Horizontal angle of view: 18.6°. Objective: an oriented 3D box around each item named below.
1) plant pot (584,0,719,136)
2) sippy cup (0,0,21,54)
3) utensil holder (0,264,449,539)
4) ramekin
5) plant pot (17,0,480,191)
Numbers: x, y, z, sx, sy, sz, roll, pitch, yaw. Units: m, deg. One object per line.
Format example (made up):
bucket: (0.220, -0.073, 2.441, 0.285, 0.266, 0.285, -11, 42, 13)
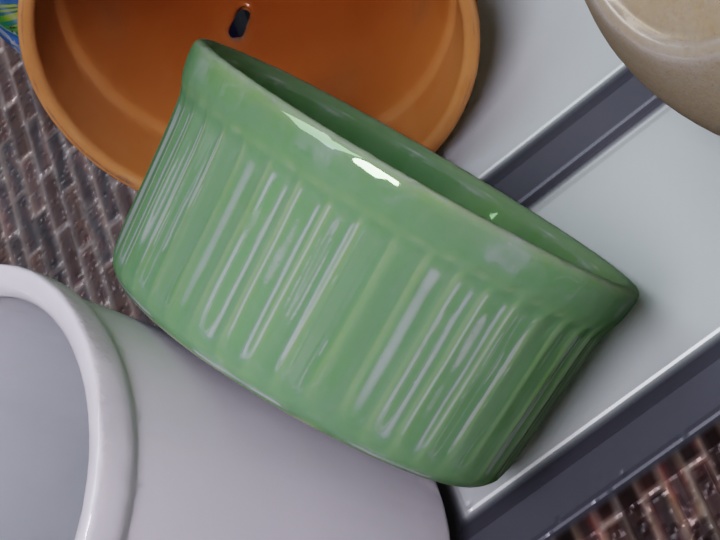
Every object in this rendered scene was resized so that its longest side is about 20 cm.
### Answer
plant pot: (0.150, -0.129, 0.782, 0.199, 0.134, 0.202, 12, 108, 39)
sippy cup: (-0.152, -0.167, 1.120, 0.177, 0.130, 0.141, 18, 80, 43)
utensil holder: (-0.084, 0.106, 0.855, 0.169, 0.199, 0.171, -18, 62, 39)
ramekin: (0.000, 0.000, 0.863, 0.200, 0.199, 0.098, 37, 100, 45)
plant pot: (-0.046, -0.143, 0.990, 0.199, 0.200, 0.141, -29, 35, 25)
